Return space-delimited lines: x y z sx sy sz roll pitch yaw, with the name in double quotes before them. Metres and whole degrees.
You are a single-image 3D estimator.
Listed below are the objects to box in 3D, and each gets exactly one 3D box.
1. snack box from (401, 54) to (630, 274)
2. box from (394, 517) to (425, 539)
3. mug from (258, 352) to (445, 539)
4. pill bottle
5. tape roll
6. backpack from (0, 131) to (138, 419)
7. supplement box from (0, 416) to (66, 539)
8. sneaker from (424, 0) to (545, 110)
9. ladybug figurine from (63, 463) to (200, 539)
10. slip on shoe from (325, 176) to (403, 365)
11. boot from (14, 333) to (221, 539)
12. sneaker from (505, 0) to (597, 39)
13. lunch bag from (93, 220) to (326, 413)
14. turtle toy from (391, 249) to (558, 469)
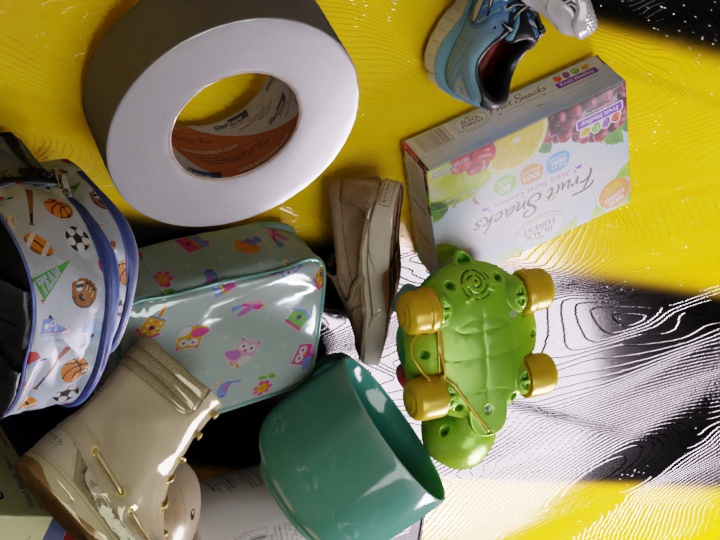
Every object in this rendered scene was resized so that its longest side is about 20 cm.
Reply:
"snack box" 0.139 -0.085 1.689 0.200 0.053 0.142 -25 137 -15
"box" -0.040 0.318 1.903 0.200 0.050 0.199 -14 132 -27
"mug" -0.015 0.164 1.669 0.114 0.185 0.152 -36 94 8
"pill bottle" -0.072 0.230 1.756 0.200 0.114 0.115 -12 131 -27
"tape roll" -0.104 -0.128 1.452 0.200 0.066 0.200 -16 140 -14
"backpack" -0.249 0.012 1.396 0.154 0.191 0.200 -8 128 -30
"supplement box" -0.373 0.224 1.525 0.200 0.134 0.200 8 119 -40
"sneaker" 0.125 -0.218 1.542 0.078 0.090 0.200 -2 123 -34
"ladybug figurine" -0.215 0.233 1.596 0.200 0.072 0.136 -43 123 11
"slip on shoe" 0.000 0.000 1.662 0.060 0.076 0.200 9 138 7
"boot" -0.158 0.165 1.516 0.155 0.073 0.200 -49 118 -21
"sneaker" 0.082 -0.230 1.467 0.115 0.075 0.200 -42 96 15
"lunch bag" -0.131 0.050 1.594 0.200 0.077 0.161 -14 133 -25
"turtle toy" 0.088 0.079 1.668 0.146 0.101 0.200 -9 104 -24
